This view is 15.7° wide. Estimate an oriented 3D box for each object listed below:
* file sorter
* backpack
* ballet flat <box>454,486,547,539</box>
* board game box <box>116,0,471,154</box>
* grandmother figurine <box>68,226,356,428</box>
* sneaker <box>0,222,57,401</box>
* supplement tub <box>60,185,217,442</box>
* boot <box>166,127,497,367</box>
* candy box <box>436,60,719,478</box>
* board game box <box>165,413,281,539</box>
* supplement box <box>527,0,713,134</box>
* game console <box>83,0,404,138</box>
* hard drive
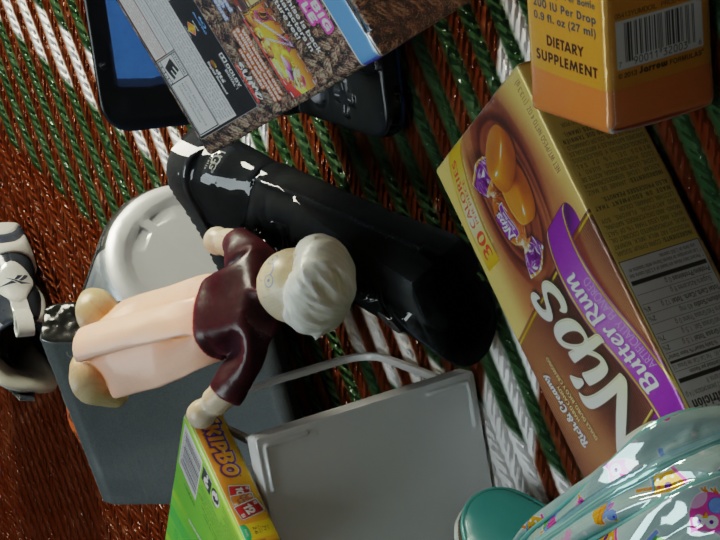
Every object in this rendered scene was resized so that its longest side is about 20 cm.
[{"bbox_3d":[-0.006,0.162,1.523,0.124,0.139,0.200,16,119,62],"label":"file sorter"},{"bbox_3d":[0.148,0.148,1.201,0.200,0.167,0.127,-50,58,52],"label":"backpack"},{"bbox_3d":[0.116,0.189,1.393,0.200,0.069,0.070,38,137,48],"label":"ballet flat"},{"bbox_3d":[-0.042,-0.171,1.343,0.160,0.097,0.200,59,149,-5],"label":"board game box"},{"bbox_3d":[-0.080,0.027,1.433,0.200,0.061,0.121,-21,65,41],"label":"grandmother figurine"},{"bbox_3d":[-0.289,0.069,2.077,0.199,0.079,0.130,-60,43,43],"label":"sneaker"},{"bbox_3d":[-0.128,0.044,1.704,0.123,0.122,0.200,61,152,22],"label":"supplement tub"},{"bbox_3d":[0.000,0.000,1.492,0.200,0.066,0.165,23,167,35],"label":"boot"},{"bbox_3d":[0.118,0.005,1.280,0.200,0.056,0.117,67,153,16],"label":"candy box"},{"bbox_3d":[-0.084,0.175,1.503,0.200,0.030,0.096,106,144,-49],"label":"board game box"},{"bbox_3d":[0.113,-0.168,1.178,0.067,0.069,0.200,25,125,53],"label":"supplement box"},{"bbox_3d":[-0.073,-0.171,1.477,0.171,0.118,0.200,24,126,57],"label":"game console"},{"bbox_3d":[-0.109,0.083,1.621,0.200,0.139,0.033,79,-168,-55],"label":"hard drive"}]
